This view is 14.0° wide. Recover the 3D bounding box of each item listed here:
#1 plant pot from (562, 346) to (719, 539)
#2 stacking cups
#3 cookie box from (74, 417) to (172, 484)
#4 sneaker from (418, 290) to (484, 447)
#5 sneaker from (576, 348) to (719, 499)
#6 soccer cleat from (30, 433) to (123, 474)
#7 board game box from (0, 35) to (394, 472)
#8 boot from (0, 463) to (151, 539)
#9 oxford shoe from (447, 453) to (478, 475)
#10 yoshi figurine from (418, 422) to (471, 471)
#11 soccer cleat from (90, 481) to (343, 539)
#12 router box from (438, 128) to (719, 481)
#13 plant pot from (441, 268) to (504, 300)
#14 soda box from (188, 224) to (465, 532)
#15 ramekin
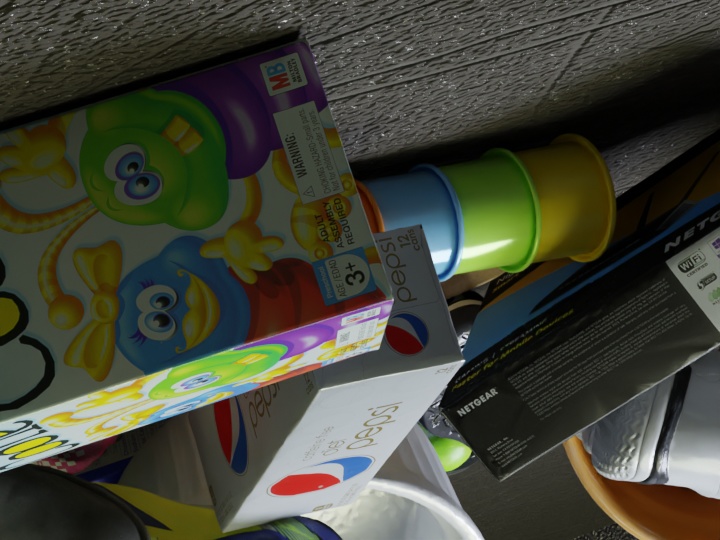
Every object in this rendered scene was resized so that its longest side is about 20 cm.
[{"bbox_3d":[0.201,0.052,1.655,0.199,0.201,0.183,-19,-175,1],"label":"plant pot"},{"bbox_3d":[0.017,-0.015,1.286,0.199,0.061,0.060,-12,168,-30],"label":"stacking cups"},{"bbox_3d":[-0.069,0.122,1.589,0.199,0.075,0.172,-19,133,1],"label":"cookie box"},{"bbox_3d":[0.049,0.045,1.597,0.072,0.083,0.200,-34,159,-1],"label":"sneaker"},{"bbox_3d":[0.170,0.069,1.448,0.114,0.075,0.200,16,-168,-4],"label":"sneaker"},{"bbox_3d":[-0.177,0.074,1.390,0.086,0.070,0.200,-6,163,-31],"label":"soccer cleat"},{"bbox_3d":[-0.100,0.004,1.065,0.199,0.103,0.105,-18,169,-6],"label":"board game box"},{"bbox_3d":[-0.181,0.085,1.257,0.181,0.073,0.200,18,162,4],"label":"boot"},{"bbox_3d":[-0.017,0.114,1.835,0.199,0.073,0.084,-1,146,-29],"label":"oxford shoe"},{"bbox_3d":[-0.036,0.083,1.690,0.199,0.113,0.112,-7,136,3],"label":"yoshi figurine"},{"bbox_3d":[-0.103,0.138,1.372,0.199,0.065,0.084,2,-172,13],"label":"soccer cleat"},{"bbox_3d":[0.138,0.001,1.356,0.200,0.051,0.149,-34,-168,23],"label":"router box"},{"bbox_3d":[0.000,0.000,1.433,0.199,0.028,0.200,-17,169,-3],"label":"plant pot"},{"bbox_3d":[-0.019,0.051,1.273,0.068,0.064,0.200,-11,161,-19],"label":"soda box"},{"bbox_3d":[-0.037,0.150,1.504,0.200,0.098,0.201,-7,129,-9],"label":"ramekin"}]
